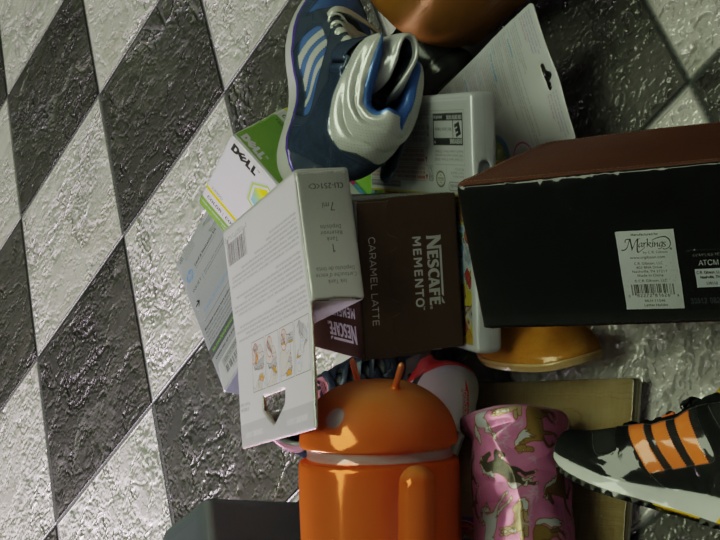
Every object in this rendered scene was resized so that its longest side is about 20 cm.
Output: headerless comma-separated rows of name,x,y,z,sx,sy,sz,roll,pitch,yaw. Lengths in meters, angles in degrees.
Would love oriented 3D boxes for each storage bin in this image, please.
storage bin,-0.093,0.290,1.226,0.145,0.134,0.201,-41,46,40

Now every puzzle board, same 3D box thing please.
puzzle board,0.128,0.157,1.059,0.199,0.017,0.152,-9,72,55

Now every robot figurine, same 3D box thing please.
robot figurine,0.013,0.163,1.006,0.116,0.144,0.202,-1,90,18

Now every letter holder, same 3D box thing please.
letter holder,0.189,-0.034,0.946,0.199,0.142,0.101,-3,106,34

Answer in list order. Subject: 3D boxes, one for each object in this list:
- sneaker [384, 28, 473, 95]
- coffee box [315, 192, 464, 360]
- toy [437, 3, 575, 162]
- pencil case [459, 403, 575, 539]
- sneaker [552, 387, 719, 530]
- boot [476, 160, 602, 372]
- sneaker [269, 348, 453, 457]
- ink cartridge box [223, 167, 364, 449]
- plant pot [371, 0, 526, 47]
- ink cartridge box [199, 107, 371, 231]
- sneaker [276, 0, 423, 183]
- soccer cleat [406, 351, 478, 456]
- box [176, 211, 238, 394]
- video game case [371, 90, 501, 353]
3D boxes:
sneaker,0.016,-0.158,1.269,0.200,0.075,0.080,-35,87,39
coffee box,0.000,0.000,1.096,0.200,0.079,0.115,-171,76,-69
toy,0.111,-0.111,1.150,0.200,0.047,0.116,-38,63,52
pencil case,0.111,0.190,0.987,0.086,0.083,0.201,-18,64,40
sneaker,0.212,0.111,0.908,0.199,0.070,0.091,11,84,49
boot,0.105,-0.009,1.071,0.201,0.070,0.145,17,115,63
sneaker,-0.004,0.102,1.210,0.200,0.082,0.071,-46,43,36
ink cartridge box,-0.050,0.034,1.057,0.200,0.044,0.178,152,114,-68
plant pot,0.089,-0.282,1.142,0.183,0.199,0.201,125,144,-53
ink cartridge box,-0.042,-0.079,1.244,0.148,0.076,0.200,48,141,12
sneaker,0.006,-0.160,1.097,0.146,0.080,0.201,-29,44,48
soccer cleat,0.033,0.149,1.134,0.200,0.068,0.086,-55,28,38
box,-0.113,0.002,1.445,0.156,0.041,0.200,-57,39,25
video game case,0.053,-0.041,1.094,0.200,0.023,0.184,-167,74,-68
